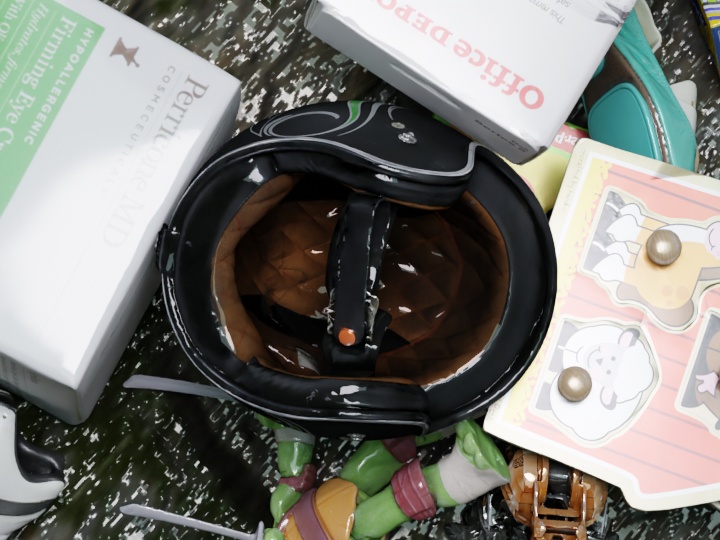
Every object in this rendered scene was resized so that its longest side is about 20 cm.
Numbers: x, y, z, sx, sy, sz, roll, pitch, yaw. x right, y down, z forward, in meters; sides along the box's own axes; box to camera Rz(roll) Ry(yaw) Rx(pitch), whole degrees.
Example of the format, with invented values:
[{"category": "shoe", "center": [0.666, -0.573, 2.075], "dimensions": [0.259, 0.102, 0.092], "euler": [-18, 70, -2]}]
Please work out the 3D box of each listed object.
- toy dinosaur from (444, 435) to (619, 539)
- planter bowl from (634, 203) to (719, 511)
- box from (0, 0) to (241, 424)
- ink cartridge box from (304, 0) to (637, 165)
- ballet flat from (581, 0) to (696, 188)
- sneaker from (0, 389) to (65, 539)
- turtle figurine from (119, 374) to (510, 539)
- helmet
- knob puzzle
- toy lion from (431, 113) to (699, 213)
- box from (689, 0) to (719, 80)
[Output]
[{"category": "toy dinosaur", "center": [0.103, 0.129, 1.457], "dimensions": [0.101, 0.136, 0.201], "euler": [21, 50, 10]}, {"category": "planter bowl", "center": [0.248, 0.059, 1.486], "dimensions": [0.198, 0.135, 0.202], "euler": [1, 81, -4]}, {"category": "box", "center": [-0.187, -0.043, 1.434], "dimensions": [0.170, 0.200, 0.200], "euler": [28, 80, -1]}, {"category": "ink cartridge box", "center": [0.081, -0.179, 1.331], "dimensions": [0.145, 0.084, 0.201], "euler": [32, 82, -3]}, {"category": "ballet flat", "center": [0.159, -0.114, 1.474], "dimensions": [0.070, 0.067, 0.201], "euler": [-22, 82, -31]}, {"category": "sneaker", "center": [-0.245, 0.075, 1.441], "dimensions": [0.080, 0.074, 0.200], "euler": [-31, 121, 12]}, {"category": "turtle figurine", "center": [-0.027, 0.113, 1.440], "dimensions": [0.193, 0.144, 0.201], "euler": [-32, 91, 11]}, {"category": "helmet", "center": [0.000, 0.000, 1.359], "dimensions": [0.198, 0.190, 0.202], "euler": [1, 93, 22]}, {"category": "knob puzzle", "center": [0.188, 0.039, 1.400], "dimensions": [0.217, 0.030, 0.222], "euler": [0, 81, 0]}, {"category": "toy lion", "center": [0.084, -0.026, 1.528], "dimensions": [0.199, 0.069, 0.193], "euler": [21, 88, -1]}, {"category": "box", "center": [0.301, -0.186, 1.532], "dimensions": [0.198, 0.064, 0.070], "euler": [-18, 56, 4]}]
